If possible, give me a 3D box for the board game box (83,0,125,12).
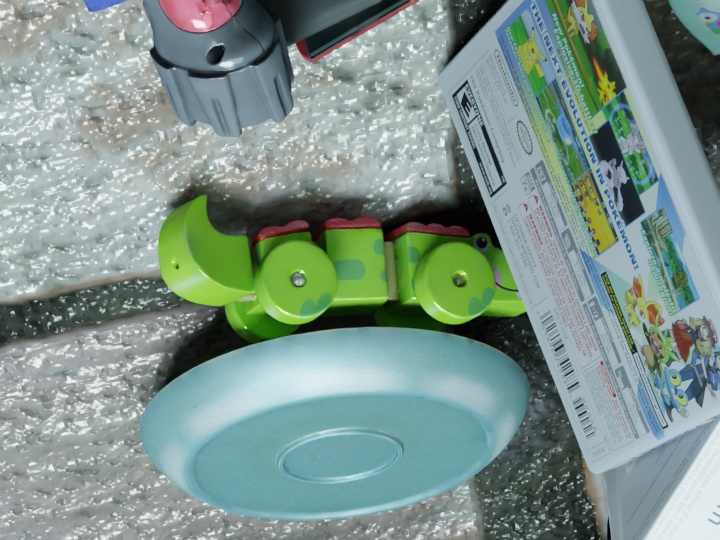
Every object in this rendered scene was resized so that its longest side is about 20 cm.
[{"bbox_3d":[-0.054,-0.217,1.000,0.199,0.041,0.200,-20,135,5],"label":"board game box"}]

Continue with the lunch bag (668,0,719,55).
[{"bbox_3d":[0.170,-0.195,1.026,0.170,0.122,0.200,-30,128,14],"label":"lunch bag"}]

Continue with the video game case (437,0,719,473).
[{"bbox_3d":[0.103,-0.025,1.077,0.022,0.201,0.182,-17,171,-20],"label":"video game case"}]

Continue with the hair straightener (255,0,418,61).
[{"bbox_3d":[0.012,-0.129,1.035,0.077,0.041,0.200,-5,171,-43],"label":"hair straightener"}]

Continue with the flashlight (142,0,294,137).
[{"bbox_3d":[-0.068,-0.138,0.997,0.068,0.068,0.200,-13,135,6],"label":"flashlight"}]

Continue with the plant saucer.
[{"bbox_3d":[-0.011,0.084,1.275,0.199,0.028,0.200,-6,153,-3],"label":"plant saucer"}]

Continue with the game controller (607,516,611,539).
[{"bbox_3d":[0.231,0.153,1.409,0.199,0.042,0.105,-8,114,-16],"label":"game controller"}]

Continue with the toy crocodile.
[{"bbox_3d":[0.000,0.000,1.219,0.199,0.062,0.067,1,167,-18],"label":"toy crocodile"}]

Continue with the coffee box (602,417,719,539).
[{"bbox_3d":[0.244,0.070,1.152,0.197,0.200,0.200,29,106,-7],"label":"coffee box"}]
